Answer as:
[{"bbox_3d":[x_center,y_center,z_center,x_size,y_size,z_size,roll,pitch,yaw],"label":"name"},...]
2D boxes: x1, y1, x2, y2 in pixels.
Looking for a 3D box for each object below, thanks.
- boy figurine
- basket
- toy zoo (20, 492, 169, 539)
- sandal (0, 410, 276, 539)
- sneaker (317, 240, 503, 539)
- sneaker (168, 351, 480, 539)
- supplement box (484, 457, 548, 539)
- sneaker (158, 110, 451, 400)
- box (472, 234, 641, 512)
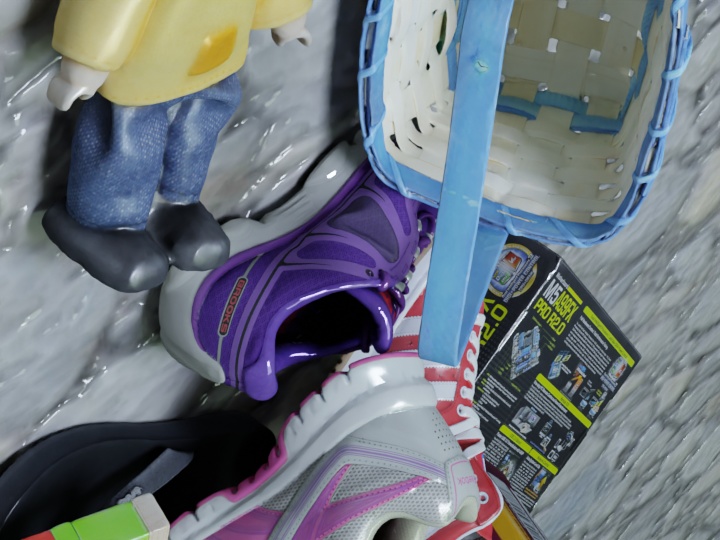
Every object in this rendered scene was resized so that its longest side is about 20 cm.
[{"bbox_3d":[-0.058,-0.094,0.669,0.124,0.064,0.201,-15,136,-46],"label":"boy figurine"},{"bbox_3d":[0.065,-0.078,0.767,0.201,0.138,0.178,-68,169,-55],"label":"basket"},{"bbox_3d":[-0.178,0.170,0.758,0.199,0.021,0.132,-17,143,-30],"label":"toy zoo"},{"bbox_3d":[-0.102,0.106,0.831,0.199,0.043,0.077,-14,132,-50],"label":"sandal"},{"bbox_3d":[0.045,0.062,0.910,0.201,0.112,0.071,-56,175,-12],"label":"sneaker"},{"bbox_3d":[-0.026,0.130,0.818,0.200,0.088,0.081,-47,157,22],"label":"sneaker"},{"bbox_3d":[0.020,0.205,0.996,0.200,0.111,0.086,-38,153,6],"label":"supplement box"},{"bbox_3d":[0.000,0.000,0.834,0.200,0.083,0.081,-37,147,-32],"label":"sneaker"},{"bbox_3d":[0.085,0.077,1.084,0.161,0.044,0.200,-55,152,-2],"label":"box"}]
